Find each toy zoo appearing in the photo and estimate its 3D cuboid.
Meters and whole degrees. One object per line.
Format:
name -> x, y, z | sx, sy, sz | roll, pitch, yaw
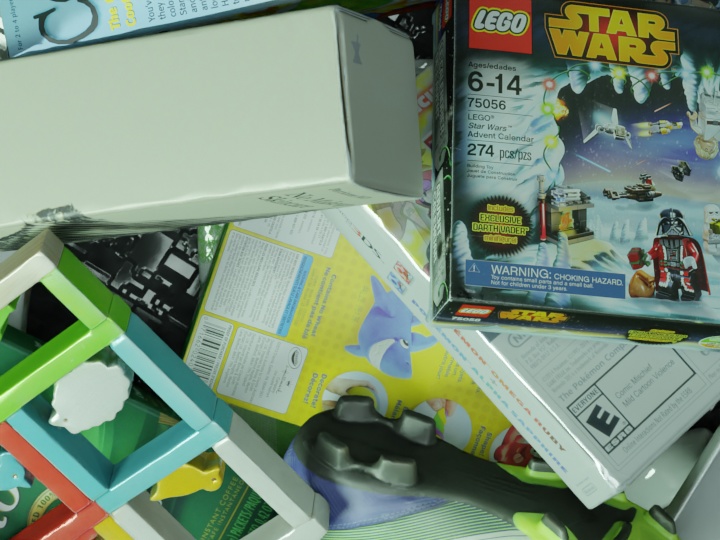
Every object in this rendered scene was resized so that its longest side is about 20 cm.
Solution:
toy zoo -> -0.106, 0.090, 0.837 | 0.131, 0.020, 0.200 | -34, 113, 20

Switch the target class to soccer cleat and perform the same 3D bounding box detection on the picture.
soccer cleat -> 0.058, 0.121, 0.870 | 0.200, 0.065, 0.084 | 22, 126, 11

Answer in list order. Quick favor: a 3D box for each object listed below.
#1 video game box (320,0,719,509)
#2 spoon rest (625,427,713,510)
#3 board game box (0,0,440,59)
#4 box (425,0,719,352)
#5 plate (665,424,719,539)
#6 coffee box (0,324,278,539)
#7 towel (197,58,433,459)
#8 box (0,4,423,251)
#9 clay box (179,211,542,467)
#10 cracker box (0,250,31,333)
video game box -> 0.107, -0.032, 0.867 | 0.200, 0.047, 0.182 | -39, 86, -21
spoon rest -> 0.087, 0.148, 0.942 | 0.200, 0.061, 0.099 | -38, 100, -11
board game box -> -0.051, -0.150, 0.859 | 0.200, 0.103, 0.105 | -12, 89, -1
box -> 0.128, -0.038, 0.828 | 0.200, 0.040, 0.137 | 5, 71, -11
plate -> 0.174, 0.175, 0.941 | 0.200, 0.032, 0.200 | 35, 87, -34
coffee box -> -0.141, 0.097, 0.890 | 0.200, 0.044, 0.123 | 29, 94, -21
towel -> 0.000, 0.000, 0.942 | 0.149, 0.031, 0.200 | 1, 104, -1
box -> -0.082, -0.052, 0.807 | 0.200, 0.082, 0.068 | -6, 85, 23
clay box -> 0.031, 0.024, 0.909 | 0.200, 0.048, 0.115 | 18, 104, -7
cracker box -> -0.218, 0.035, 0.918 | 0.134, 0.058, 0.200 | 7, 101, -6
